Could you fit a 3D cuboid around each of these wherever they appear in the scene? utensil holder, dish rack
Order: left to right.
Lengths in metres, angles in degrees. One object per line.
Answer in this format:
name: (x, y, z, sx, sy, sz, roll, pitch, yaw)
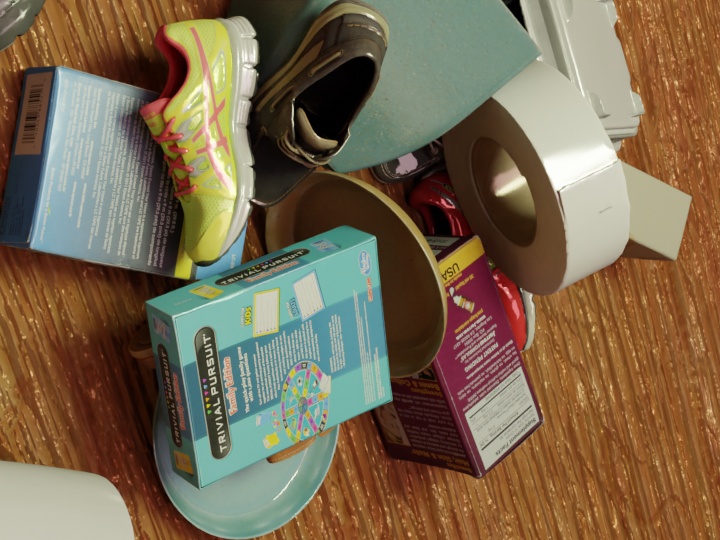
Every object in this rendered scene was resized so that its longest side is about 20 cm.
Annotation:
utensil holder: (-0.289, 0.221, 1.193, 0.198, 0.169, 0.172, 11, 86, -39)
dish rack: (0.217, -0.199, 1.529, 0.200, 0.043, 0.174, -13, 86, -65)

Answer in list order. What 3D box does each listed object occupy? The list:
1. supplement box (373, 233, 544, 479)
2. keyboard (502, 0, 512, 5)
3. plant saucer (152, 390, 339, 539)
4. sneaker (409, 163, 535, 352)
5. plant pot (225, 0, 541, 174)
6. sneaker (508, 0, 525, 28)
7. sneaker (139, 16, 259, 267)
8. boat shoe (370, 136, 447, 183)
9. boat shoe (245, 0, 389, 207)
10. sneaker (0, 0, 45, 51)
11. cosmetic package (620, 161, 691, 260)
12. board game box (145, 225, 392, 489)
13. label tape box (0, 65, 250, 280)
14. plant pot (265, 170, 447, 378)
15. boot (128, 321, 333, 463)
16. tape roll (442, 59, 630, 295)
supplement box: (0.069, 0.075, 1.489, 0.103, 0.130, 0.202, -35, 114, -33)
keyboard: (0.086, -0.318, 1.487, 0.103, 0.040, 0.202, 6, 55, -44)
plant saucer: (-0.104, 0.135, 1.422, 0.198, 0.027, 0.203, -2, 94, -39)
sneaker: (0.101, -0.003, 1.555, 0.084, 0.077, 0.202, -30, 101, -27)
plant pot: (-0.005, -0.201, 1.377, 0.200, 0.196, 0.196, -47, 121, -1)
sneaker: (0.160, -0.256, 1.592, 0.201, 0.069, 0.090, 52, 34, -19)
sneaker: (-0.135, -0.104, 1.279, 0.089, 0.078, 0.203, 4, 84, -31)
boat shoe: (0.090, -0.156, 1.515, 0.200, 0.057, 0.067, -42, 110, -13)
boat shoe: (-0.045, -0.122, 1.272, 0.074, 0.201, 0.074, 21, 36, -18)
sneaker: (-0.253, -0.257, 1.247, 0.079, 0.075, 0.201, 48, 64, -27)
cosmetic package: (0.229, -0.074, 1.625, 0.199, 0.103, 0.074, 22, 80, -36)
board game box: (-0.070, 0.067, 1.310, 0.198, 0.047, 0.153, -21, 117, -32)
label tape box: (-0.187, -0.073, 1.318, 0.198, 0.063, 0.146, 13, 84, -39)
plant pot: (0.000, 0.000, 1.388, 0.027, 0.199, 0.202, -36, 114, -38)
boot: (-0.099, 0.091, 1.371, 0.199, 0.076, 0.157, -25, 112, -42)
tape roll: (0.154, -0.082, 1.432, 0.070, 0.202, 0.205, -24, 108, -19)
